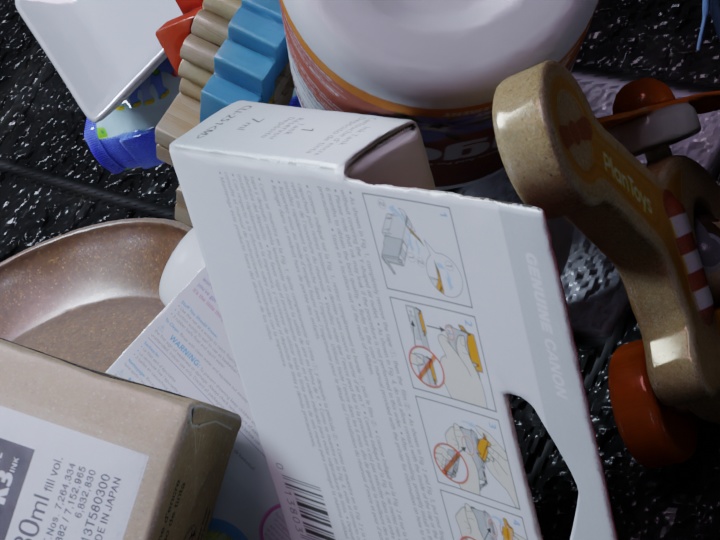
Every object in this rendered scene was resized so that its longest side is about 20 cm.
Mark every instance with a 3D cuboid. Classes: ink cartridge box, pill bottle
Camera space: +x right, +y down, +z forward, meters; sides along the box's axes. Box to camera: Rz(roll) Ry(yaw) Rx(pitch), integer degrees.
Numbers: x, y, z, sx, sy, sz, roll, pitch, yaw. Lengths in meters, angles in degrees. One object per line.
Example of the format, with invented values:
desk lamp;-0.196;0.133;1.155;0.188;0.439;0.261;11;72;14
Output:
ink cartridge box;0.027;0.046;0.640;0.173;0.202;0.043;11;36;44
pill bottle;0.027;-0.093;0.695;0.111;0.200;0.113;0;81;1
ink cartridge box;-0.155;0.125;0.723;0.163;0.075;0.202;15;85;13

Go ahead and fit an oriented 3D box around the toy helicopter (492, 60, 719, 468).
toy helicopter;0.098;-0.022;0.636;0.078;0.200;0.134;-15;62;26

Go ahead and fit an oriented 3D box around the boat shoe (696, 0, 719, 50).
boat shoe;0.162;-0.145;0.795;0.084;0.069;0.201;-31;42;14

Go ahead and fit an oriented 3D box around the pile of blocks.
pile of blocks;-0.048;-0.116;0.774;0.062;0.082;0.202;24;97;10

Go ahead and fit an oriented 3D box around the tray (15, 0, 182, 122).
tray;-0.068;-0.162;0.855;0.200;0.022;0.108;-45;48;8

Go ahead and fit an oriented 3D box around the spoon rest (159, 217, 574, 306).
spoon rest;0.000;0.000;0.800;0.199;0.061;0.099;-1;21;37

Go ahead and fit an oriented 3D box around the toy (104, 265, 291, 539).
toy;-0.085;0.107;0.776;0.115;0.047;0.200;44;89;7

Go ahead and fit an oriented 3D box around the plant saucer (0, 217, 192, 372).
plant saucer;-0.147;0.051;0.877;0.199;0.037;0.201;-20;31;12

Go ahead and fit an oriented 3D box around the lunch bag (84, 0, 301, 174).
lunch bag;-0.031;-0.135;0.904;0.169;0.128;0.201;-12;39;31
